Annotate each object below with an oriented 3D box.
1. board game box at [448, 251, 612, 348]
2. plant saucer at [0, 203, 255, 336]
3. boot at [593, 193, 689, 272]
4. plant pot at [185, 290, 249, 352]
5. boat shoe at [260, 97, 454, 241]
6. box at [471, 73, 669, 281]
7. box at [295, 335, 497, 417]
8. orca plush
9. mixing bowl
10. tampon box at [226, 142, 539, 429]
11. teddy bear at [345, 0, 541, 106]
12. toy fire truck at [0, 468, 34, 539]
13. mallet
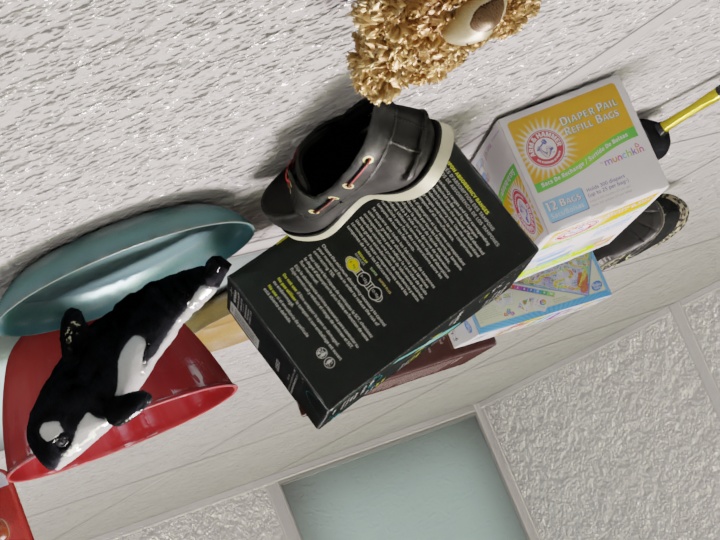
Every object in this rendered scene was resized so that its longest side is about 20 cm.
[{"bbox_3d":[0.134,-0.015,1.689,0.200,0.135,0.034,-13,167,-46],"label":"board game box"},{"bbox_3d":[-0.173,-0.004,1.341,0.200,0.027,0.200,-22,172,-3],"label":"plant saucer"},{"bbox_3d":[0.279,-0.032,2.154,0.203,0.074,0.154,-26,174,26],"label":"boot"},{"bbox_3d":[-0.089,0.031,1.752,0.200,0.028,0.200,-23,172,-4],"label":"plant pot"},{"bbox_3d":[-0.017,-0.070,1.243,0.063,0.074,0.201,23,160,-24],"label":"boat shoe"},{"bbox_3d":[0.163,-0.071,1.537,0.112,0.102,0.200,-22,171,-11],"label":"box"},{"bbox_3d":[0.021,0.060,1.786,0.200,0.100,0.075,-16,168,-28],"label":"box"},{"bbox_3d":[-0.181,0.052,1.345,0.200,0.071,0.105,-41,-149,12],"label":"orca plush"},{"bbox_3d":[-0.209,0.084,1.501,0.200,0.109,0.200,-21,171,-3],"label":"mixing bowl"},{"bbox_3d":[0.013,0.007,1.424,0.200,0.126,0.150,-36,174,-10],"label":"tampon box"},{"bbox_3d":[0.054,-0.139,0.985,0.145,0.067,0.200,-24,172,-11],"label":"teddy bear"},{"bbox_3d":[-0.443,0.297,1.972,0.200,0.168,0.112,-22,171,-9],"label":"toy fire truck"},{"bbox_3d":[0.308,-0.153,1.644,0.200,0.041,0.066,-34,170,34],"label":"mallet"}]
